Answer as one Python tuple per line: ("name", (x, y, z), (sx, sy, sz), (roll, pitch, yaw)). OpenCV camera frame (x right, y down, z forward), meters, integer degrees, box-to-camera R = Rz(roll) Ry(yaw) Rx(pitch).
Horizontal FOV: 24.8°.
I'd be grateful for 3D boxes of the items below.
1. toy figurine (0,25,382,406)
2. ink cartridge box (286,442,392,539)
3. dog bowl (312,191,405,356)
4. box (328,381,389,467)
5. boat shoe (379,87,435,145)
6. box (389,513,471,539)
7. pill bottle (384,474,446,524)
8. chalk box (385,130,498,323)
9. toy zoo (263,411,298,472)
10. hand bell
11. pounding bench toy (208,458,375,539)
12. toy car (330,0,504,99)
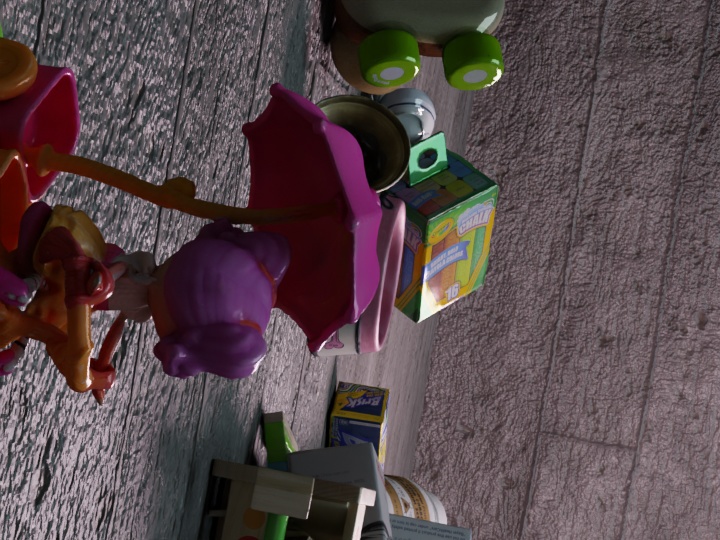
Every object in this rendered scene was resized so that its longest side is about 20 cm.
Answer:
("toy figurine", (-0.084, -0.012, 0.586), (0.201, 0.182, 0.151), (-72, 169, -46))
("ink cartridge box", (-0.010, 0.272, 1.493), (0.145, 0.083, 0.202), (76, 5, -71))
("dog bowl", (0.000, 0.000, 1.781), (0.200, 0.073, 0.203), (10, 90, -83))
("box", (-0.005, 0.238, 2.079), (0.065, 0.069, 0.202), (-76, 172, -50))
("boat shoe", (0.057, -0.154, 2.005), (0.200, 0.073, 0.068), (83, 4, -70))
("box", (0.008, 0.353, 1.656), (0.105, 0.182, 0.202), (123, -23, -61))
("pill bottle", (0.026, 0.306, 1.996), (0.199, 0.113, 0.116), (19, 80, -61))
("chalk box", (0.078, -0.067, 1.942), (0.124, 0.124, 0.202), (-27, 139, -33))
("toy zoo", (-0.065, 0.247, 1.538), (0.131, 0.020, 0.202), (78, 5, -70))
("hand bell", (-0.024, -0.064, 1.536), (0.201, 0.103, 0.105), (111, -6, -58))
("pounding bench toy", (-0.069, 0.241, 1.314), (0.200, 0.123, 0.158), (59, 42, -80))
("toy car", (0.035, -0.217, 1.535), (0.200, 0.156, 0.166), (122, -36, -61))
